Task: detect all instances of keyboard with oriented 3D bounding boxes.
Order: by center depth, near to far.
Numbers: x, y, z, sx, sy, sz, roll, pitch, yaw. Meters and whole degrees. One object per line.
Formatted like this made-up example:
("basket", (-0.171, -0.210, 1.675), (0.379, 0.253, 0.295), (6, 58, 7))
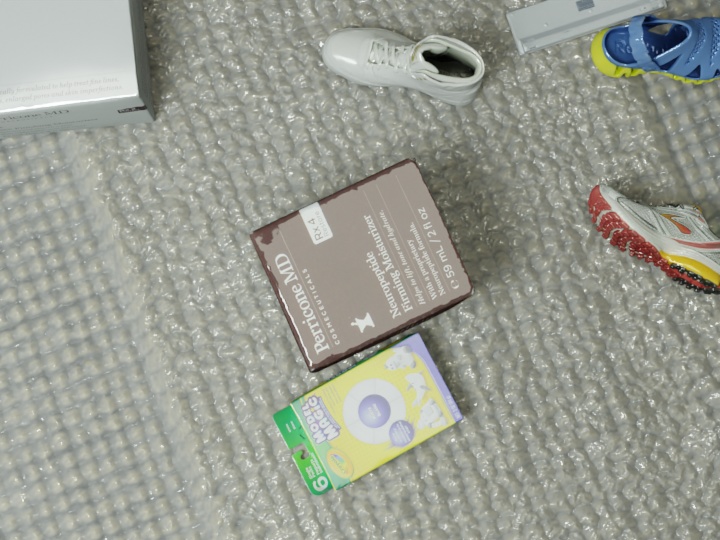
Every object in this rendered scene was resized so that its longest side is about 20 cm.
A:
("keyboard", (0.282, -0.323, 1.367), (0.198, 0.011, 0.057), (-19, 80, -5))

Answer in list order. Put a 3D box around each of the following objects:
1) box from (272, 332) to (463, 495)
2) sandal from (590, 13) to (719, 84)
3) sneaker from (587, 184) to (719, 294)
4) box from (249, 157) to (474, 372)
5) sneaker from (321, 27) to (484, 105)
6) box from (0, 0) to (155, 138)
("box", (0.006, 0.169, 1.284), (0.199, 0.048, 0.118), (-29, 86, -4))
("sandal", (0.385, -0.272, 1.328), (0.198, 0.087, 0.080), (-5, 83, -5))
("sneaker", (0.361, -0.050, 1.316), (0.199, 0.078, 0.083), (29, 79, -9))
("box", (0.000, 0.000, 1.241), (0.198, 0.164, 0.167), (-25, 86, -5))
("sneaker", (0.052, -0.255, 1.295), (0.198, 0.116, 0.075), (13, 85, 0))
("box", (-0.350, -0.270, 1.267), (0.196, 0.131, 0.202), (-7, 84, -3))
